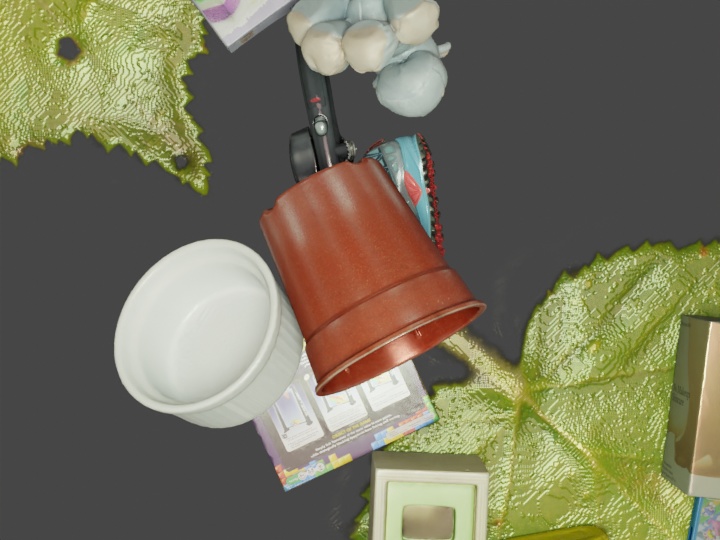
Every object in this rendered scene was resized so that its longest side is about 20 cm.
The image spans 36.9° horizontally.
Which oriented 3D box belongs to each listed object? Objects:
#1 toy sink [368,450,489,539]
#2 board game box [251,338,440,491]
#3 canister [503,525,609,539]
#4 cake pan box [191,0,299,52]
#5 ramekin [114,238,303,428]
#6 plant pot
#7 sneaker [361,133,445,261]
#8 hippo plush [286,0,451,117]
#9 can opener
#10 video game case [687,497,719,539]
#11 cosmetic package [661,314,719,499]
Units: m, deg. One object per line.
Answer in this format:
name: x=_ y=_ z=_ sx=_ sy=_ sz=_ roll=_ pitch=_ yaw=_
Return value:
toy sink: x=0.074 y=0.318 z=1.238 sx=0.130 sy=0.112 sz=0.200 roll=3 pitch=92 yaw=-2
board game box: x=-0.032 y=0.138 z=1.255 sx=0.200 sy=0.057 sz=0.166 roll=-24 pitch=91 yaw=0
canister: x=0.236 y=0.413 z=1.262 sx=0.148 sy=0.087 sz=0.200 roll=-10 pitch=92 yaw=-2
cake pan box: x=-0.125 y=-0.381 z=1.231 sx=0.200 sy=0.052 sz=0.184 roll=-35 pitch=95 yaw=-1
ramekin: x=-0.161 y=0.076 z=1.186 sx=0.200 sy=0.098 sz=0.201 roll=-11 pitch=60 yaw=20
plant pot: x=0.000 y=0.000 z=1.142 sx=0.200 sy=0.201 sz=0.196 roll=-27 pitch=77 yaw=-1
sneaker: x=0.045 y=-0.053 z=1.250 sx=0.095 sy=0.079 sz=0.200 roll=-6 pitch=89 yaw=16
hippo plush: x=0.016 y=-0.249 z=1.194 sx=0.159 sy=0.161 sz=0.200 roll=-22 pitch=50 yaw=7
can opener: x=-0.049 y=-0.188 z=1.235 sx=0.078 sy=0.063 sz=0.200 roll=-7 pitch=93 yaw=-1
video game case: x=0.459 y=0.367 z=1.300 sx=0.143 sy=0.018 sz=0.200 roll=10 pitch=92 yaw=-3
cosmetic package: x=0.407 y=0.155 z=1.247 sx=0.071 sy=0.105 sz=0.200 roll=6 pitch=91 yaw=-2
